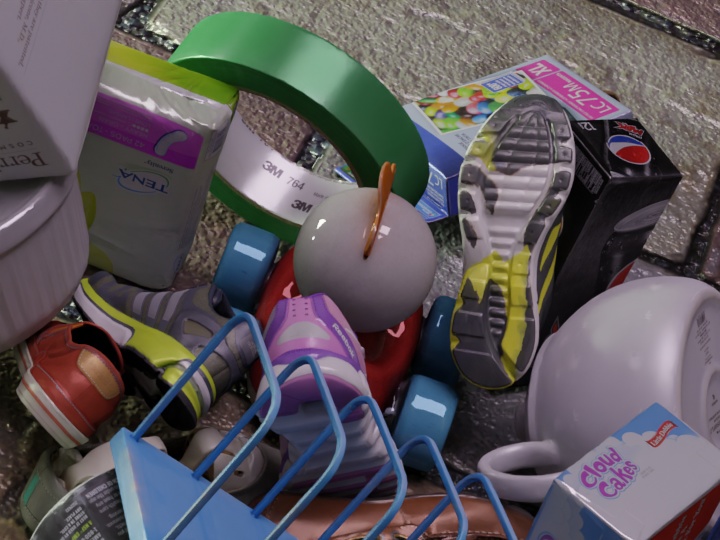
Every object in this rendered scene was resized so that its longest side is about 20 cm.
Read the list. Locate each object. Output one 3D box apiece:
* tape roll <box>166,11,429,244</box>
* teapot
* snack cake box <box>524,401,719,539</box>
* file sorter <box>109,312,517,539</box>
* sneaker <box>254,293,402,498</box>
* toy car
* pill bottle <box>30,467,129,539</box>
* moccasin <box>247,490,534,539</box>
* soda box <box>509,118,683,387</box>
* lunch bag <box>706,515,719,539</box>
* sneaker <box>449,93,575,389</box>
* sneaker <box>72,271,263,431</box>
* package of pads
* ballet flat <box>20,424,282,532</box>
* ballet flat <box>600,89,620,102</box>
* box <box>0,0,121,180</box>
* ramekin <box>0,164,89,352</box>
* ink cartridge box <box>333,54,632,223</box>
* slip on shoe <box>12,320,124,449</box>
[{"bbox_3d":[-0.049,-0.093,1.825,0.200,0.201,0.048,28,62,9],"label":"tape roll"},{"bbox_3d":[0.171,0.099,1.743,0.146,0.200,0.198,-5,60,25],"label":"teapot"},{"bbox_3d":[0.140,0.189,1.578,0.067,0.200,0.115,39,41,22],"label":"snack cake box"},{"bbox_3d":[-0.022,0.139,1.488,0.200,0.123,0.139,36,14,-25],"label":"file sorter"},{"bbox_3d":[-0.022,0.082,1.630,0.080,0.200,0.089,-10,58,2],"label":"sneaker"},{"bbox_3d":[0.000,0.000,1.738,0.184,0.200,0.177,21,38,-1],"label":"toy car"},{"bbox_3d":[-0.103,0.215,1.515,0.106,0.106,0.200,-15,51,-36],"label":"pill bottle"},{"bbox_3d":[0.026,0.181,1.641,0.201,0.074,0.078,7,49,-21],"label":"moccasin"},{"bbox_3d":[0.143,-0.011,1.813,0.071,0.200,0.063,-4,45,-34],"label":"soda box"},{"bbox_3d":[0.327,0.195,1.709,0.200,0.136,0.132,-18,53,-40],"label":"lunch bag"},{"bbox_3d":[0.098,-0.019,1.751,0.074,0.200,0.085,12,-4,8],"label":"sneaker"},{"bbox_3d":[-0.123,0.042,1.686,0.081,0.074,0.200,-31,30,-16],"label":"sneaker"},{"bbox_3d":[-0.198,-0.085,1.787,0.200,0.155,0.068,21,37,2],"label":"package of pads"},{"bbox_3d":[-0.116,0.129,1.644,0.200,0.064,0.067,-7,46,-31],"label":"ballet flat"},{"bbox_3d":[0.174,-0.081,2.010,0.072,0.068,0.200,-17,29,20],"label":"ballet flat"},{"bbox_3d":[-0.275,-0.177,1.622,0.199,0.171,0.200,-4,55,22],"label":"box"},{"bbox_3d":[-0.265,-0.018,1.670,0.202,0.094,0.202,-14,33,9],"label":"ramekin"},{"bbox_3d":[0.092,-0.098,1.966,0.200,0.042,0.119,-23,36,-21],"label":"ink cartridge box"},{"bbox_3d":[-0.177,0.063,1.638,0.074,0.061,0.200,49,-1,-9],"label":"slip on shoe"}]
